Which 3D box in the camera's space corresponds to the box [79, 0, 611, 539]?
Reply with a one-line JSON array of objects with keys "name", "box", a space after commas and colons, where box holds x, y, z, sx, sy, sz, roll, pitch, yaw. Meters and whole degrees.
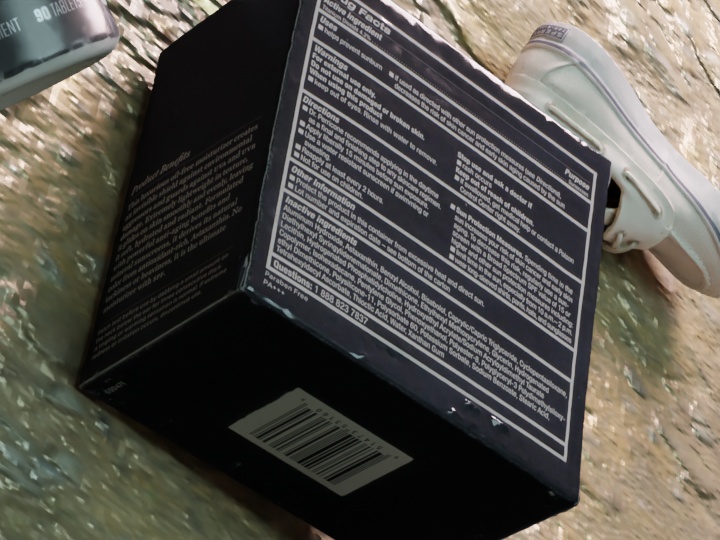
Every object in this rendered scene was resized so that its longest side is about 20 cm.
[{"name": "box", "box": [0.000, 0.000, 1.249, 0.200, 0.123, 0.199, 34, 47, -28]}]

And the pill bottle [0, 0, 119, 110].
[{"name": "pill bottle", "box": [-0.185, -0.160, 1.122, 0.106, 0.106, 0.201, -29, 95, -55]}]

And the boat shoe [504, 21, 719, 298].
[{"name": "boat shoe", "box": [0.144, -0.045, 1.547, 0.070, 0.071, 0.200, -52, 121, -22]}]
